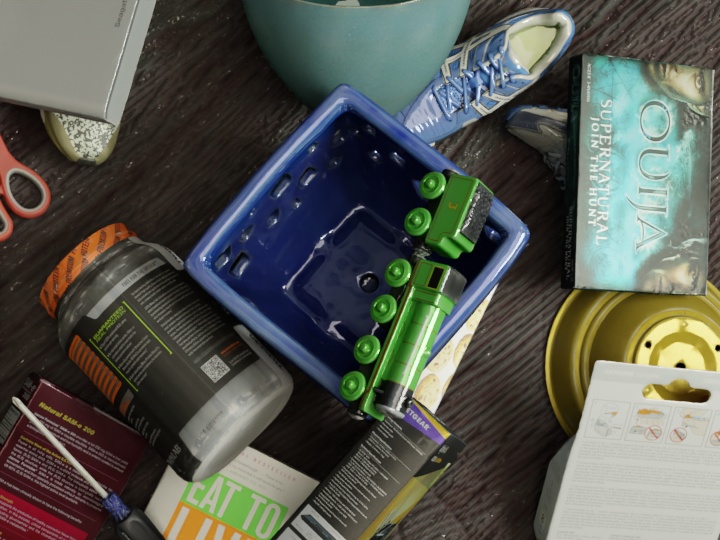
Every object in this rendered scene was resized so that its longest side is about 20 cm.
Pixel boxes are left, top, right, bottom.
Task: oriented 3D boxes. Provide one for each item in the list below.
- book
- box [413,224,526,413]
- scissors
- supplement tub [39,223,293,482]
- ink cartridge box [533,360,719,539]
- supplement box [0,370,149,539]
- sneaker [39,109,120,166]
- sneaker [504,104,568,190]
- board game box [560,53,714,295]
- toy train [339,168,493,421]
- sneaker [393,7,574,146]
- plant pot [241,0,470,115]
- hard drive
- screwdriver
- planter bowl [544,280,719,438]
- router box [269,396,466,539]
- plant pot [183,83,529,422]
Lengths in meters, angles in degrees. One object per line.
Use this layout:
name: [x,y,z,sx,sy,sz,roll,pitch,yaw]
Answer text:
book: [-0.131,0.244,1.284,0.133,0.048,0.201,26,84,-5]
box: [0.083,0.040,1.336,0.041,0.039,0.201,29,82,-9]
scissors: [-0.325,-0.124,1.268,0.073,0.014,0.201,-24,93,-20]
supplement tub: [-0.161,0.064,1.230,0.122,0.123,0.200,-42,80,-10]
ink cartridge box: [0.250,0.162,1.316,0.159,0.047,0.201,6,115,-10]
supplement box: [-0.272,0.197,1.237,0.109,0.061,0.201,33,82,-21]
sneaker: [-0.220,-0.188,1.253,0.076,0.089,0.201,5,87,-24]
sneaker: [0.212,-0.081,1.351,0.199,0.077,0.086,27,87,-9]
board game box: [0.241,-0.081,1.307,0.134,0.028,0.201,3,88,-21]
toy train: [0.043,0.019,1.106,0.042,0.056,0.201,34,74,-52]
sneaker: [0.103,-0.176,1.330,0.200,0.077,0.076,-37,97,-9]
plant pot: [-0.004,-0.205,1.269,0.199,0.200,0.135,-8,127,-12]
hard drive: [-0.266,-0.200,1.226,0.199,0.027,0.133,14,85,24]
screwdriver: [-0.212,0.171,1.205,0.028,0.029,0.200,-46,123,-18]
planter bowl: [0.272,0.087,1.350,0.199,0.083,0.202,0,88,-11]
router box: [0.010,0.177,1.203,0.052,0.200,0.157,41,89,12]
plant pot: [0.000,0.000,1.232,0.200,0.180,0.200,40,82,10]
